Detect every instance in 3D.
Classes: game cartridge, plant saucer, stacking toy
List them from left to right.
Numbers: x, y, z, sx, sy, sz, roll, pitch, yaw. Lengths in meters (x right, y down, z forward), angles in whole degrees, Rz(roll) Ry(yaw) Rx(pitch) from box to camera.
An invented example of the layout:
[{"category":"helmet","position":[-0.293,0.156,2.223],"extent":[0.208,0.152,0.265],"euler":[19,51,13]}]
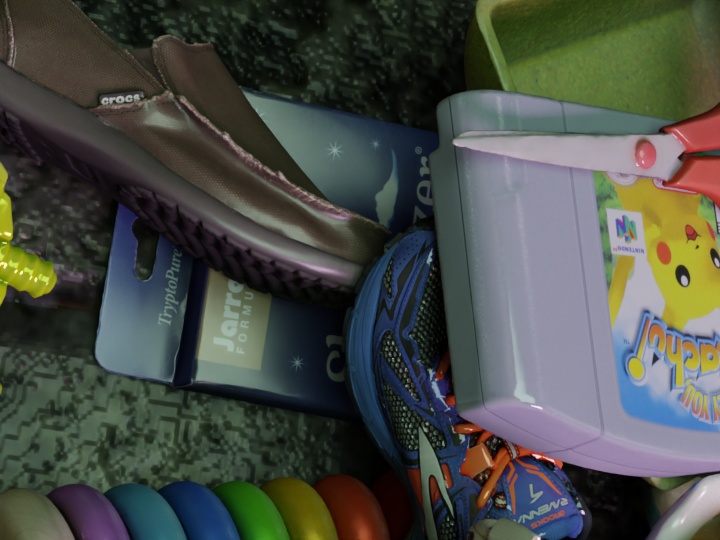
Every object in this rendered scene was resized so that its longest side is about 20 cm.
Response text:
[{"category":"stacking toy","position":[-0.040,0.108,0.954],"extent":[0.200,0.085,0.085],"euler":[-10,87,-26]},{"category":"game cartridge","position":[0.111,0.009,0.929],"extent":[0.200,0.040,0.133],"euler":[5,76,-42]},{"category":"plant saucer","position":[0.126,-0.029,1.014],"extent":[0.200,0.048,0.200],"euler":[-22,91,-45]}]

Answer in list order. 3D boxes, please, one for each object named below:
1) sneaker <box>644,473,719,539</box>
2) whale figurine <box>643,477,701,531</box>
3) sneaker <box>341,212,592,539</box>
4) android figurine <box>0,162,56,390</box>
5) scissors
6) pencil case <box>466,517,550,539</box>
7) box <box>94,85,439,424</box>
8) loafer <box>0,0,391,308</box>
[{"category":"sneaker","position":[0.111,0.163,0.893],"extent":[0.076,0.081,0.200],"euler":[13,49,2]},{"category":"whale figurine","position":[0.162,0.180,1.016],"extent":[0.159,0.104,0.200],"euler":[0,61,-41]},{"category":"sneaker","position":[0.050,0.074,0.919],"extent":[0.075,0.078,0.200],"euler":[-20,107,-30]},{"category":"android figurine","position":[-0.206,-0.016,0.874],"extent":[0.200,0.041,0.182],"euler":[28,91,-20]},{"category":"scissors","position":[0.112,-0.036,0.909],"extent":[0.200,0.014,0.073],"euler":[-17,100,-41]},{"category":"pencil case","position":[0.031,0.178,0.856],"extent":[0.089,0.078,0.200],"euler":[17,105,-48]},{"category":"box","position":[0.000,0.000,1.002],"extent":[0.200,0.032,0.121],"euler":[11,80,-18]},{"category":"loafer","position":[-0.068,-0.055,0.936],"extent":[0.200,0.073,0.071],"euler":[31,79,2]}]
